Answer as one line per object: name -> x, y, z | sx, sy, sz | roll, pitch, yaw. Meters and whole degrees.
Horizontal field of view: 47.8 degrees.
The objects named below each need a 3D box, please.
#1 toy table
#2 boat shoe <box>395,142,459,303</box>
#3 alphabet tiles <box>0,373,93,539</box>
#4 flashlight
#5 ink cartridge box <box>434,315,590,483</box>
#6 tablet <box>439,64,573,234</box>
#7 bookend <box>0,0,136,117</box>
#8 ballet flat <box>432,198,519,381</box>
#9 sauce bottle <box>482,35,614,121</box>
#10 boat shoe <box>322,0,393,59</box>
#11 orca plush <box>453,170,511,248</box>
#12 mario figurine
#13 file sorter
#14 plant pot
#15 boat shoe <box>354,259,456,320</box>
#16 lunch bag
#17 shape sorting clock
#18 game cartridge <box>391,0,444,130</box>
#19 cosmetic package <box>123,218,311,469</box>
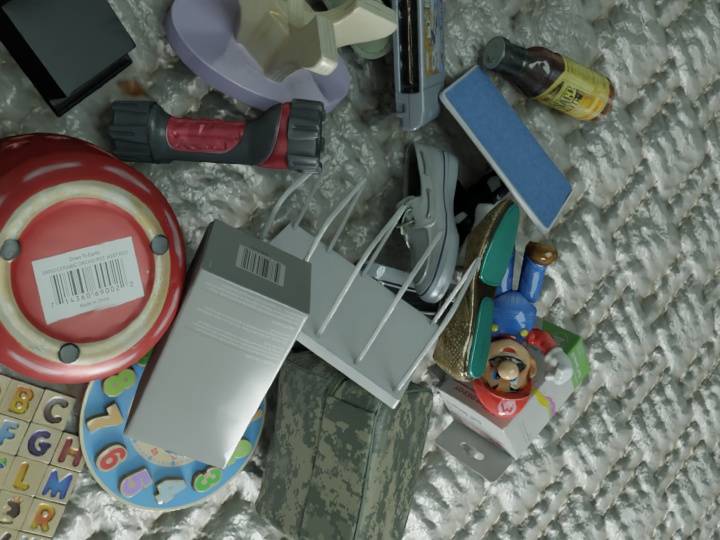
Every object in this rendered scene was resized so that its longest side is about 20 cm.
toy table -> -0.070, -0.235, 0.770 | 0.197, 0.117, 0.187 | 0, 64, -40
boat shoe -> 0.068, -0.058, 0.922 | 0.066, 0.074, 0.203 | 19, 51, -18
alphabet tiles -> -0.352, 0.199, 0.757 | 0.165, 0.006, 0.204 | 27, 83, -32
flashlight -> -0.131, -0.129, 0.753 | 0.195, 0.068, 0.069 | 5, 90, 0
ink cartridge box -> 0.182, 0.151, 1.021 | 0.200, 0.116, 0.068 | -45, 132, -19
tablet -> 0.176, -0.147, 0.963 | 0.201, 0.014, 0.130 | 51, 39, -4
bookend -> -0.247, -0.233, 0.639 | 0.092, 0.199, 0.201 | -41, 116, -19
ballet flat -> 0.119, 0.016, 0.884 | 0.070, 0.064, 0.204 | 27, 76, -53
sauce bottle -> 0.238, -0.244, 1.031 | 0.196, 0.066, 0.068 | 11, 92, -31
boat shoe -> -0.025, -0.321, 0.852 | 0.071, 0.061, 0.203 | -23, 112, 16
orca plush -> 0.145, -0.100, 0.990 | 0.071, 0.106, 0.201 | 35, 67, 6
mario figurine -> 0.175, 0.068, 0.924 | 0.105, 0.122, 0.205 | 1, 96, -45
file sorter -> 0.000, 0.000, 0.799 | 0.198, 0.126, 0.139 | 34, 34, 4
plant pot -> -0.252, -0.015, 0.685 | 0.197, 0.181, 0.206 | -4, 98, -31
boat shoe -> 0.074, 0.043, 0.963 | 0.196, 0.073, 0.070 | 16, 85, -33
lunch bag -> -0.029, 0.191, 0.870 | 0.138, 0.165, 0.205 | 2, 100, -61
shape sorting clock -> -0.187, 0.150, 0.834 | 0.196, 0.039, 0.205 | -6, 100, -33
game cartridge -> 0.065, -0.263, 0.886 | 0.133, 0.041, 0.205 | -39, 129, -64
cosmetic package -> -0.129, 0.072, 0.734 | 0.105, 0.091, 0.202 | 24, 120, -17
